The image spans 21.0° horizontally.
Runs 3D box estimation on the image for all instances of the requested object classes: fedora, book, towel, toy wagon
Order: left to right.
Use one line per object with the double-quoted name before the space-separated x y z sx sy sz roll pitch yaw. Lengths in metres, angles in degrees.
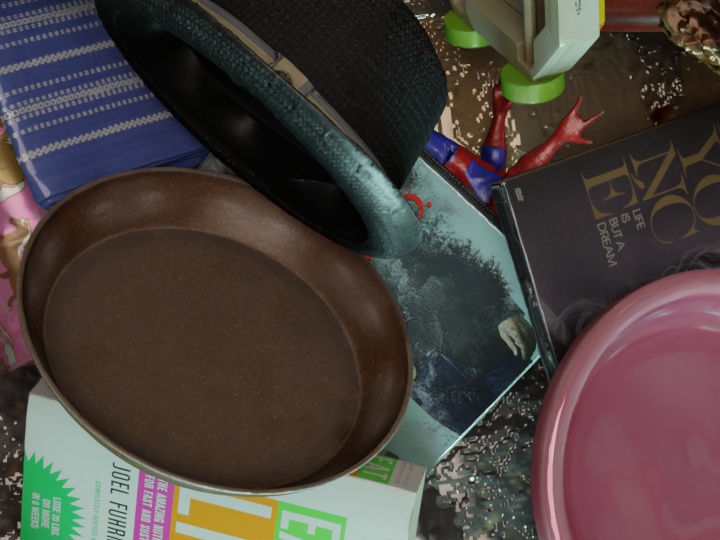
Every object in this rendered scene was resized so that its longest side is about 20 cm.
"towel" -0.150 -0.138 1.003 0.144 0.024 0.202 -22 88 -44
"book" -0.073 0.134 0.982 0.198 0.048 0.135 13 119 9
"fedora" -0.030 -0.099 0.925 0.200 0.201 0.092 42 77 -1
"toy wagon" 0.060 -0.183 0.967 0.039 0.200 0.156 -16 125 -16

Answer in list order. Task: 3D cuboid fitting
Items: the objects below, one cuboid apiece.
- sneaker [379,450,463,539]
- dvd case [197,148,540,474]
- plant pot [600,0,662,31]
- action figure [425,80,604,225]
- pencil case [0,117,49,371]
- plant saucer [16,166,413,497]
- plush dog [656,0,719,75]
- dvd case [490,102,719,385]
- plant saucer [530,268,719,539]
"sneaker" -0.041 0.103 1.009 0.200 0.075 0.082 46 113 -4
"dvd case" 0.000 0.000 1.019 0.200 0.022 0.146 43 111 -1
"plant pot" 0.181 -0.209 0.980 0.175 0.200 0.202 -16 95 5
"action figure" 0.048 -0.088 1.028 0.200 0.065 0.099 40 100 -1
"pencil case" -0.183 -0.047 1.008 0.082 0.086 0.202 -23 90 -35
"plant saucer" -0.072 0.034 0.941 0.198 0.035 0.201 14 44 -14
"plush dog" 0.224 -0.135 0.839 0.199 0.160 0.173 32 123 35
"dvd case" 0.169 -0.002 1.012 0.199 0.016 0.150 -20 95 -30
"plant saucer" 0.168 0.102 0.956 0.199 0.051 0.203 2 84 -22
